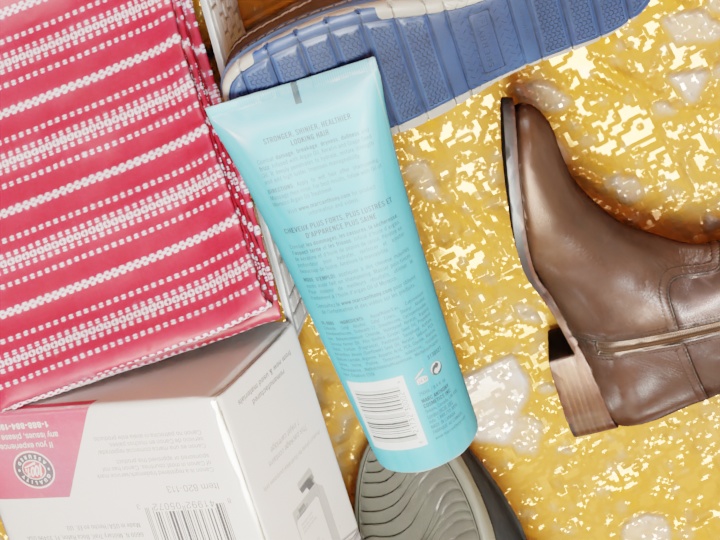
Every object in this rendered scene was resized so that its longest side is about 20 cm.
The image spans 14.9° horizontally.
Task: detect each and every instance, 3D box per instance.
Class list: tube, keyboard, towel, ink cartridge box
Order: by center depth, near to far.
[{"bbox_3d":[0.000,0.000,1.241,0.077,0.050,0.200,-19,120,3],"label":"tube"},{"bbox_3d":[-0.129,-0.052,1.243,0.144,0.022,0.200,-19,83,10],"label":"towel"},{"bbox_3d":[-0.051,-0.070,1.259,0.011,0.056,0.200,-13,108,7],"label":"keyboard"},{"bbox_3d":[-0.080,0.134,1.290,0.146,0.083,0.200,-6,112,30],"label":"ink cartridge box"}]

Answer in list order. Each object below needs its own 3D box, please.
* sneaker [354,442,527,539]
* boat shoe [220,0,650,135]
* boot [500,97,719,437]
[{"bbox_3d":[0.070,0.162,1.337,0.075,0.106,0.200,-29,78,30],"label":"sneaker"},{"bbox_3d":[0.030,-0.116,1.231,0.200,0.072,0.072,-17,132,-4],"label":"boat shoe"},{"bbox_3d":[0.174,-0.021,1.268,0.200,0.064,0.187,-14,121,9],"label":"boot"}]
